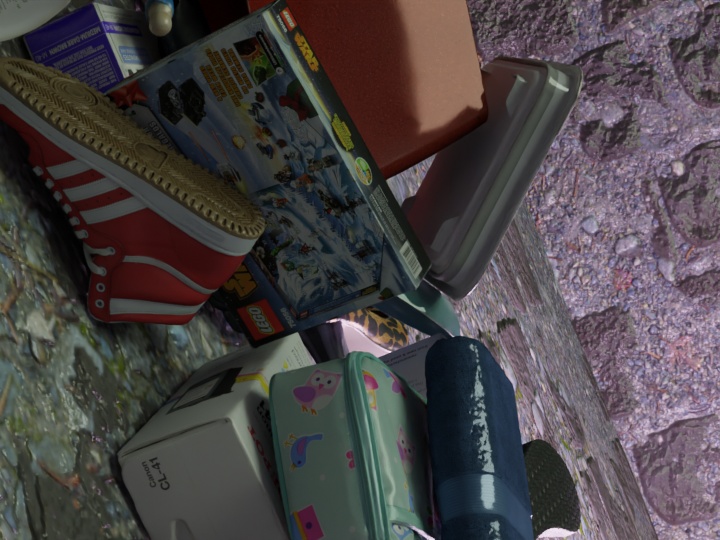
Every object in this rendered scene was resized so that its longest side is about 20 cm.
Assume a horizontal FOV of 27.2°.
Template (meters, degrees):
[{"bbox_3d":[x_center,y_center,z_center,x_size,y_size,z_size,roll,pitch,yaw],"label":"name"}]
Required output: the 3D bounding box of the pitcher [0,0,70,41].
[{"bbox_3d":[-0.240,-0.230,0.885,0.200,0.121,0.172,59,-3,13],"label":"pitcher"}]

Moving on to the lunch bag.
[{"bbox_3d":[0.015,0.149,0.946,0.200,0.077,0.161,45,29,-60],"label":"lunch bag"}]

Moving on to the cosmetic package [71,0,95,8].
[{"bbox_3d":[-0.182,-0.287,0.960,0.103,0.087,0.200,-43,108,-39],"label":"cosmetic package"}]

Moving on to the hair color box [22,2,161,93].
[{"bbox_3d":[-0.154,-0.083,1.050,0.109,0.065,0.201,-28,97,-76],"label":"hair color box"}]

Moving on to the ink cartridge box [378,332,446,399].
[{"bbox_3d":[0.070,0.175,1.163,0.145,0.083,0.200,51,24,-41],"label":"ink cartridge box"}]

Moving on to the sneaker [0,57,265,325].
[{"bbox_3d":[-0.170,-0.042,0.946,0.200,0.113,0.071,35,28,-2],"label":"sneaker"}]

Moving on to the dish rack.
[{"bbox_3d":[0.090,-0.084,1.174,0.043,0.201,0.172,26,4,-18],"label":"dish rack"}]

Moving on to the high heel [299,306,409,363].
[{"bbox_3d":[-0.015,0.028,1.375,0.143,0.071,0.200,65,19,-16],"label":"high heel"}]

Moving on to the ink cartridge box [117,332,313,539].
[{"bbox_3d":[-0.068,0.140,0.984,0.200,0.085,0.148,-58,125,-74],"label":"ink cartridge box"}]

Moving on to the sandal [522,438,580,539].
[{"bbox_3d":[0.111,0.168,1.082,0.200,0.048,0.076,1,69,-64],"label":"sandal"}]

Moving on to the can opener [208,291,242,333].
[{"bbox_3d":[-0.119,-0.050,1.166,0.063,0.079,0.201,-1,59,-34],"label":"can opener"}]

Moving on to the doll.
[{"bbox_3d":[-0.117,-0.147,1.060,0.136,0.048,0.201,47,21,-77],"label":"doll"}]

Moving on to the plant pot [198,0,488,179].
[{"bbox_3d":[-0.013,-0.160,1.147,0.200,0.176,0.201,-163,-120,-73],"label":"plant pot"}]

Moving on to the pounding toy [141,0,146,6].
[{"bbox_3d":[-0.117,-0.259,1.360,0.184,0.142,0.200,55,29,-38],"label":"pounding toy"}]

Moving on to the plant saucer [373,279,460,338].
[{"bbox_3d":[0.000,0.000,1.210,0.200,0.027,0.200,30,-6,4],"label":"plant saucer"}]

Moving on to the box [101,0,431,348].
[{"bbox_3d":[-0.060,-0.058,0.962,0.200,0.137,0.040,61,30,-16],"label":"box"}]

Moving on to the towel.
[{"bbox_3d":[0.074,0.148,0.924,0.112,0.048,0.201,54,27,-56],"label":"towel"}]
